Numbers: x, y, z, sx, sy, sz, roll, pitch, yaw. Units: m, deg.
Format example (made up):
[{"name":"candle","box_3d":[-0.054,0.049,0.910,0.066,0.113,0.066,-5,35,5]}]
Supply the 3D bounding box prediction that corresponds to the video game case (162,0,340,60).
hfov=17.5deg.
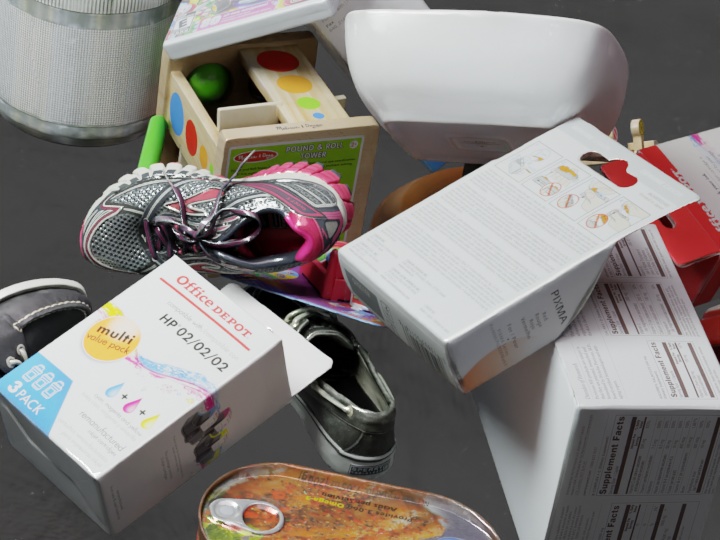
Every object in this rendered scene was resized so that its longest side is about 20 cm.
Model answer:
[{"name":"video game case","box_3d":[-0.064,-0.244,1.792,0.143,0.018,0.200,-13,38,26]}]

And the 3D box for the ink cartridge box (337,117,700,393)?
[{"name":"ink cartridge box","box_3d":[0.106,-0.014,1.546,0.200,0.050,0.162,-27,33,-15]}]

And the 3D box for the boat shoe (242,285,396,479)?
[{"name":"boat shoe","box_3d":[-0.028,0.060,1.638,0.070,0.064,0.200,-13,41,-28]}]

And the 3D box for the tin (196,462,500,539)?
[{"name":"tin","box_3d":[-0.008,0.182,1.497,0.199,0.042,0.112,12,31,2]}]

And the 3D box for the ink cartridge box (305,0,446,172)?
[{"name":"ink cartridge box","box_3d":[0.011,-0.195,1.872,0.086,0.200,0.147,-38,35,1]}]

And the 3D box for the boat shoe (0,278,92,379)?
[{"name":"boat shoe","box_3d":[-0.259,0.066,1.563,0.200,0.074,0.060,-21,45,-32]}]

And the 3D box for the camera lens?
[{"name":"camera lens","box_3d":[-0.216,-0.211,1.849,0.159,0.201,0.160,7,35,-5]}]

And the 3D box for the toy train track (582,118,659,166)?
[{"name":"toy train track","box_3d":[0.202,-0.104,1.877,0.114,0.033,0.200,-6,0,24]}]

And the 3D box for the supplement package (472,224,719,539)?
[{"name":"supplement package","box_3d":[0.158,0.088,1.567,0.110,0.156,0.200,1,36,-12]}]

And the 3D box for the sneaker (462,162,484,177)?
[{"name":"sneaker","box_3d":[0.096,-0.029,1.725,0.090,0.067,0.200,5,37,-21]}]

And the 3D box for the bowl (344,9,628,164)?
[{"name":"bowl","box_3d":[0.092,-0.126,1.694,0.199,0.075,0.200,3,-9,12]}]

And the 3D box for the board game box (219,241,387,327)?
[{"name":"board game box","box_3d":[0.000,0.000,1.681,0.199,0.039,0.158,18,11,30]}]

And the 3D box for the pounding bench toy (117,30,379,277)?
[{"name":"pounding bench toy","box_3d":[-0.113,-0.092,1.775,0.199,0.125,0.156,-8,39,-23]}]

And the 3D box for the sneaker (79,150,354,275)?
[{"name":"sneaker","box_3d":[-0.108,-0.033,1.634,0.199,0.081,0.075,-8,23,20]}]

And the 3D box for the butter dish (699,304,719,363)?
[{"name":"butter dish","box_3d":[0.349,0.076,1.658,0.199,0.148,0.200,-15,0,-32]}]

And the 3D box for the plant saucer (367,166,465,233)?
[{"name":"plant saucer","box_3d":[0.106,-0.023,1.814,0.199,0.038,0.200,8,35,-5]}]

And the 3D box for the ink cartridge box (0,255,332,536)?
[{"name":"ink cartridge box","box_3d":[-0.128,0.069,1.548,0.200,0.068,0.115,-37,54,-25]}]

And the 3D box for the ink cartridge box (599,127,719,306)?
[{"name":"ink cartridge box","box_3d":[0.282,-0.046,1.844,0.199,0.067,0.116,-16,57,-33]}]
